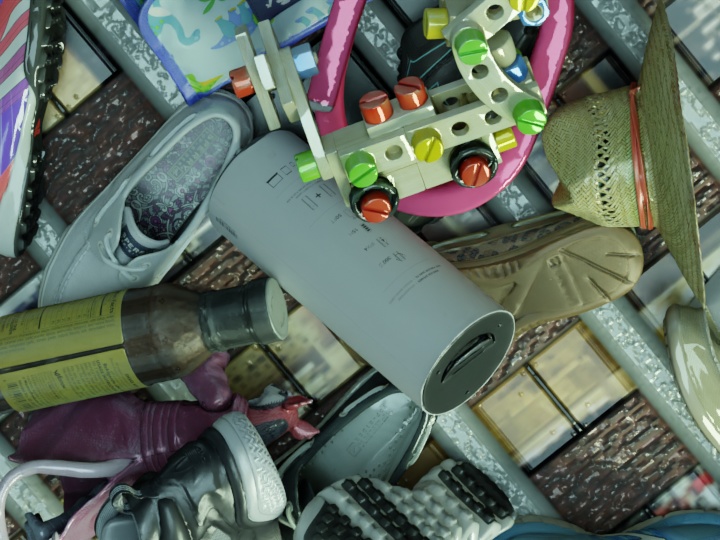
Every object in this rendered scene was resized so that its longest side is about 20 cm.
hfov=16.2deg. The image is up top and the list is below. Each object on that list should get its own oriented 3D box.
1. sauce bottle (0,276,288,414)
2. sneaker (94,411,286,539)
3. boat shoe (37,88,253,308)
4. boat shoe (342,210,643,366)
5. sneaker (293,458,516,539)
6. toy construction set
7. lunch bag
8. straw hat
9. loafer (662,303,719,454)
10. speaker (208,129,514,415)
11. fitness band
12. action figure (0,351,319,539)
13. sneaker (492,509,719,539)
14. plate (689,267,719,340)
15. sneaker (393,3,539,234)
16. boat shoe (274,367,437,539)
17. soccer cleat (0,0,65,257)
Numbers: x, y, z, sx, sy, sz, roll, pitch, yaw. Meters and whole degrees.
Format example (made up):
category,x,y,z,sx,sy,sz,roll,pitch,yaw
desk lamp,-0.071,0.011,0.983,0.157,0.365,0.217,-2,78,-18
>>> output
category,x,y,z,sx,sy,sz,roll,pitch,yaw
sauce bottle,-0.144,0.044,1.571,0.200,0.065,0.065,-10,101,15
sneaker,-0.100,0.175,1.553,0.114,0.076,0.200,-22,137,-12
boat shoe,-0.137,-0.027,1.604,0.072,0.069,0.200,43,99,-7
boat shoe,0.083,0.009,1.619,0.200,0.063,0.073,-15,115,7
sneaker,0.021,0.174,1.587,0.075,0.200,0.081,48,115,25
toy construction set,0.024,-0.105,1.469,0.200,0.092,0.131,-10,129,15
lunch bag,-0.086,-0.222,1.546,0.170,0.127,0.200,-31,114,1
straw hat,0.155,-0.067,1.531,0.085,0.201,0.202,-7,100,6
loafer,0.260,0.096,1.619,0.068,0.076,0.200,-29,109,16
speaker,0.000,0.000,1.554,0.200,0.081,0.081,40,100,27
fitness band,0.049,-0.130,1.524,0.143,0.037,0.200,19,107,2
action figure,-0.125,0.104,1.596,0.200,0.149,0.134,-13,94,17
sneaker,0.176,0.204,1.632,0.200,0.090,0.079,-3,100,2
plate,0.348,0.014,1.625,0.200,0.032,0.200,38,98,-7
sneaker,0.056,-0.111,1.597,0.079,0.075,0.200,40,107,23
boat shoe,-0.024,0.143,1.638,0.076,0.060,0.200,33,99,-6
soccer cleat,-0.231,-0.110,1.593,0.073,0.068,0.200,10,103,3
